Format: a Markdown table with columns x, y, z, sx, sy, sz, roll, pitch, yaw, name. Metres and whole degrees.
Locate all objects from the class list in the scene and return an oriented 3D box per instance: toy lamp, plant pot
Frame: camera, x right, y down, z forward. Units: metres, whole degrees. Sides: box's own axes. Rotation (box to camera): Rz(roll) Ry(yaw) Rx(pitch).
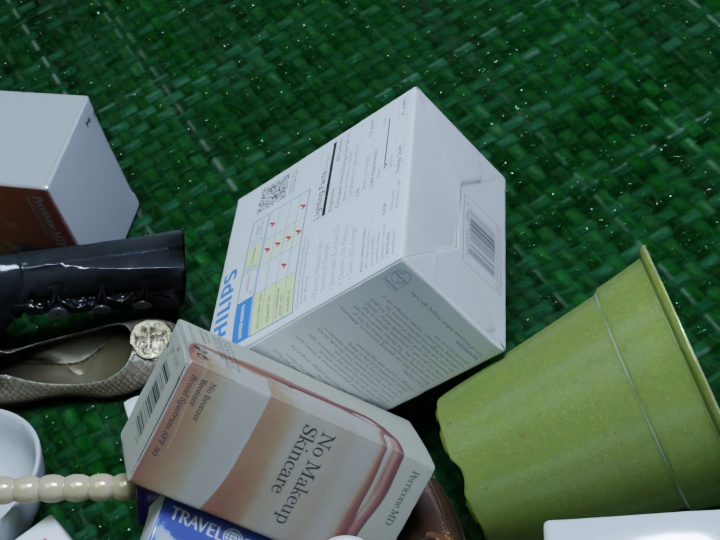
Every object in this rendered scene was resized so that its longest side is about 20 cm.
| x | y | z | sx | sy | sz | roll | pitch | yaw | name |
| --- | --- | --- | --- | --- | --- | --- | --- | --- | --- |
| -0.215 | 0.162 | 1.050 | 0.197 | 0.059 | 0.059 | 1 | 53 | -3 | toy lamp |
| 0.162 | 0.112 | 1.030 | 0.188 | 0.200 | 0.202 | -25 | 51 | 11 | plant pot |

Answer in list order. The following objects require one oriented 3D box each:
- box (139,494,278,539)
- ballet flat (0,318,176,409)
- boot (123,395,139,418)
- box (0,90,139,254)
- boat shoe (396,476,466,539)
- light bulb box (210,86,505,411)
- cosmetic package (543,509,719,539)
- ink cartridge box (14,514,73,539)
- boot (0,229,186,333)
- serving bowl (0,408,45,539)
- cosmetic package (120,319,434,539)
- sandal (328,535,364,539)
| x | y | z | sx | sy | sz | roll | pitch | yaw | name |
| --- | --- | --- | --- | --- | --- | --- | --- | --- | --- |
| -0.111 | 0.247 | 0.968 | 0.121 | 0.048 | 0.202 | 26 | 55 | -12 | box |
| -0.248 | 0.078 | 1.223 | 0.197 | 0.047 | 0.068 | -11 | 53 | 6 | ballet flat |
| -0.111 | 0.169 | 1.117 | 0.090 | 0.073 | 0.201 | -26 | 61 | -13 | boot |
| -0.327 | -0.075 | 1.286 | 0.197 | 0.153 | 0.107 | 5 | 55 | 17 | box |
| 0.045 | 0.222 | 1.034 | 0.071 | 0.068 | 0.202 | -12 | 53 | 4 | boat shoe |
| 0.000 | 0.000 | 1.104 | 0.199 | 0.125 | 0.200 | -29 | 35 | 30 | light bulb box |
| 0.184 | 0.284 | 0.872 | 0.121 | 0.200 | 0.202 | -7 | 53 | 9 | cosmetic package |
| -0.227 | 0.303 | 1.029 | 0.144 | 0.085 | 0.200 | -35 | 55 | -14 | ink cartridge box |
| -0.254 | 0.020 | 1.237 | 0.197 | 0.165 | 0.067 | -9 | 77 | -16 | boot |
| -0.341 | 0.197 | 1.131 | 0.197 | 0.066 | 0.201 | -10 | 34 | 7 | serving bowl |
| -0.060 | 0.128 | 1.011 | 0.104 | 0.198 | 0.087 | -63 | 20 | 10 | cosmetic package |
| -0.007 | 0.292 | 0.985 | 0.078 | 0.059 | 0.210 | 3 | 80 | 14 | sandal |
